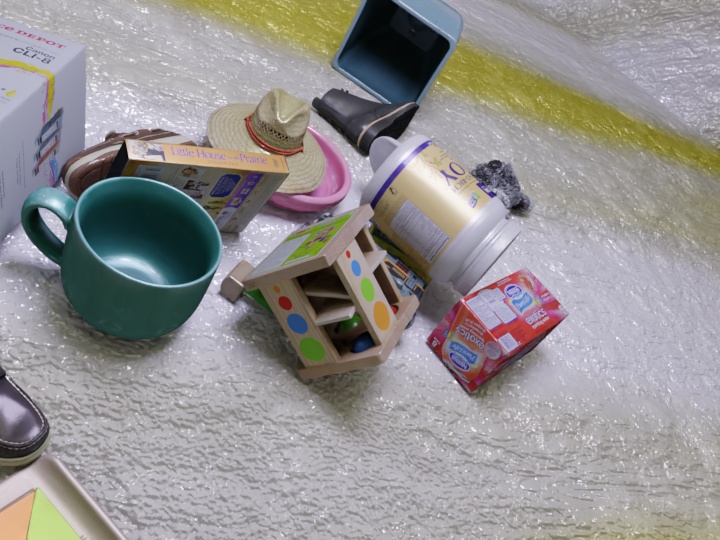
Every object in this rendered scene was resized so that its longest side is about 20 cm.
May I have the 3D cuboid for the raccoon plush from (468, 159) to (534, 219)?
[{"bbox_3d":[0.274,-0.116,1.279,0.198,0.097,0.136,13,50,-28],"label":"raccoon plush"}]

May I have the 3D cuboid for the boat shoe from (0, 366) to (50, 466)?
[{"bbox_3d":[-0.348,0.089,0.586,0.199,0.065,0.073,33,40,1],"label":"boat shoe"}]

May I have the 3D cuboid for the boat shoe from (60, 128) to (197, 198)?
[{"bbox_3d":[-0.299,-0.139,0.874,0.074,0.075,0.202,34,28,16],"label":"boat shoe"}]

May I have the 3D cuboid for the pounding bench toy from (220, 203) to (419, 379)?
[{"bbox_3d":[-0.055,0.042,0.833,0.157,0.198,0.124,62,36,-18],"label":"pounding bench toy"}]

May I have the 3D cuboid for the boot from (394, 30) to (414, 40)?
[{"bbox_3d":[0.091,-0.555,1.602,0.156,0.080,0.213,3,49,-36],"label":"boot"}]

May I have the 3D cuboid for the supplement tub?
[{"bbox_3d":[0.112,-0.076,0.982,0.200,0.146,0.145,42,38,9],"label":"supplement tub"}]

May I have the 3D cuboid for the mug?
[{"bbox_3d":[-0.247,-0.015,0.738,0.185,0.115,0.152,43,38,10],"label":"mug"}]

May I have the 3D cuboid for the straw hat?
[{"bbox_3d":[-0.115,-0.209,0.988,0.199,0.085,0.203,22,39,-19],"label":"straw hat"}]

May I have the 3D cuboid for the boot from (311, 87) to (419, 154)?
[{"bbox_3d":[0.016,-0.303,1.286,0.138,0.078,0.200,38,36,11],"label":"boot"}]

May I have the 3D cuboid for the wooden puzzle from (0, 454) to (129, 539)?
[{"bbox_3d":[-0.258,0.252,0.511,0.185,0.037,0.199,44,38,10],"label":"wooden puzzle"}]

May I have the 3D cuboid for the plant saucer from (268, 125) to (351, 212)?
[{"bbox_3d":[-0.110,-0.159,1.050,0.198,0.051,0.202,22,39,-18],"label":"plant saucer"}]

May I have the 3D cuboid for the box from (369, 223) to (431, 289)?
[{"bbox_3d":[0.070,-0.050,1.080,0.116,0.049,0.201,30,39,-7],"label":"box"}]

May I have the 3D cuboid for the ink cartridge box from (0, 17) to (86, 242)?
[{"bbox_3d":[-0.398,-0.157,0.729,0.143,0.146,0.201,17,39,-4],"label":"ink cartridge box"}]

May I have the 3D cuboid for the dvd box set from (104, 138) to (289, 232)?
[{"bbox_3d":[-0.203,-0.094,0.829,0.198,0.146,0.030,-1,63,-37],"label":"dvd box set"}]

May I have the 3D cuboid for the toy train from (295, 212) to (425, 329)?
[{"bbox_3d":[0.000,0.000,0.948,0.199,0.086,0.114,39,27,3],"label":"toy train"}]

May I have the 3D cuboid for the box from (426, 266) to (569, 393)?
[{"bbox_3d":[0.201,0.080,1.002,0.199,0.096,0.100,-20,64,-48],"label":"box"}]

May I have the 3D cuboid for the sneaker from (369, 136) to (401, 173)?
[{"bbox_3d":[0.105,-0.141,1.118,0.200,0.074,0.115,48,35,2],"label":"sneaker"}]

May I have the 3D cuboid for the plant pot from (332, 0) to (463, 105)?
[{"bbox_3d":[0.093,-0.473,1.402,0.195,0.196,0.201,34,44,-3],"label":"plant pot"}]
